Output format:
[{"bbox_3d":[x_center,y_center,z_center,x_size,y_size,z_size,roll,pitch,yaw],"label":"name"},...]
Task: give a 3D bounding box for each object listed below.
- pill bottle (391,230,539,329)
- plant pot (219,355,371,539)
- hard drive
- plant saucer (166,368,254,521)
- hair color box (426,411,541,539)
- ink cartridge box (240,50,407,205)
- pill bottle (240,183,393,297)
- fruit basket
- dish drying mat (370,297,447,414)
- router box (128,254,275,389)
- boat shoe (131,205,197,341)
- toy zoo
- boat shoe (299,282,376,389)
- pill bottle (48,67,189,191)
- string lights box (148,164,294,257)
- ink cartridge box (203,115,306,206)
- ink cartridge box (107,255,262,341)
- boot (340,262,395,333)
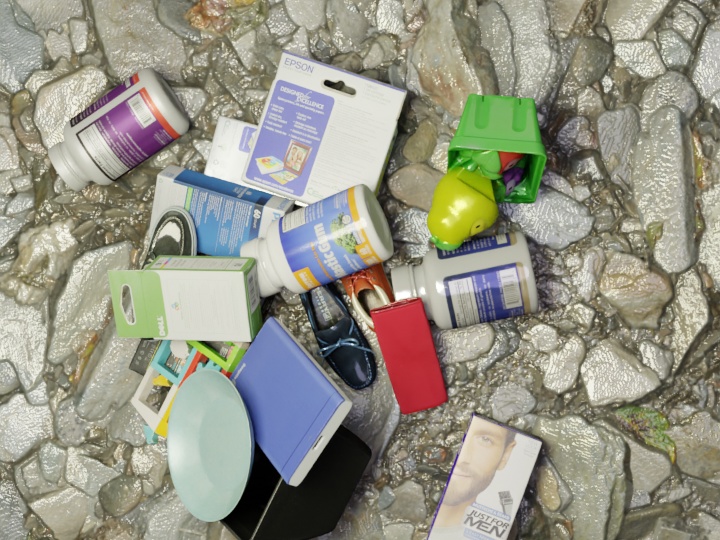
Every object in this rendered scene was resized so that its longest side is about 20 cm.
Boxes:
[{"bbox_3d":[0.149,0.020,1.592,0.198,0.120,0.121,-11,88,6],"label":"pill bottle"},{"bbox_3d":[-0.105,0.268,1.565,0.199,0.177,0.201,29,91,47],"label":"plant pot"},{"bbox_3d":[-0.102,0.169,1.460,0.133,0.025,0.200,-56,44,9],"label":"hard drive"},{"bbox_3d":[-0.193,0.233,1.489,0.200,0.038,0.204,-4,85,48],"label":"plant saucer"},{"bbox_3d":[0.180,0.320,1.614,0.108,0.065,0.202,20,90,6],"label":"hair color box"},{"bbox_3d":[-0.052,-0.193,1.615,0.196,0.047,0.202,20,90,8],"label":"ink cartridge box"},{"bbox_3d":[-0.063,-0.034,1.551,0.198,0.112,0.113,-22,87,14],"label":"pill bottle"},{"bbox_3d":[0.175,-0.122,1.549,0.154,0.216,0.218,5,90,6],"label":"fruit basket"},{"bbox_3d":[0.072,0.124,1.591,0.076,0.018,0.201,-14,125,5],"label":"dish drying mat"},{"bbox_3d":[-0.236,0.090,1.657,0.149,0.062,0.202,26,92,8],"label":"router box"},{"bbox_3d":[-0.283,0.007,1.595,0.071,0.071,0.202,11,93,4],"label":"boat shoe"},{"bbox_3d":[-0.253,0.162,1.590,0.131,0.020,0.201,29,93,32],"label":"toy zoo"},{"bbox_3d":[-0.045,0.089,1.636,0.084,0.069,0.201,-34,86,4],"label":"boat shoe"},{"bbox_3d":[-0.362,-0.205,1.650,0.199,0.112,0.113,-33,86,5],"label":"pill bottle"},{"bbox_3d":[-0.207,-0.077,1.643,0.198,0.059,0.104,17,114,5],"label":"string lights box"},{"bbox_3d":[-0.129,-0.159,1.663,0.198,0.039,0.101,17,91,7],"label":"ink cartridge box"},{"bbox_3d":[-0.241,0.038,1.532,0.198,0.059,0.105,0,112,12],"label":"ink cartridge box"},{"bbox_3d":[0.000,0.000,1.615,0.075,0.107,0.201,-29,85,6],"label":"boot"}]
